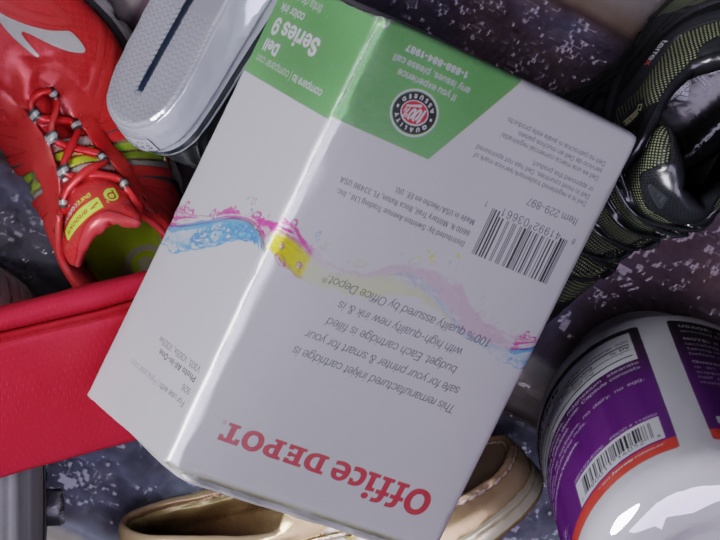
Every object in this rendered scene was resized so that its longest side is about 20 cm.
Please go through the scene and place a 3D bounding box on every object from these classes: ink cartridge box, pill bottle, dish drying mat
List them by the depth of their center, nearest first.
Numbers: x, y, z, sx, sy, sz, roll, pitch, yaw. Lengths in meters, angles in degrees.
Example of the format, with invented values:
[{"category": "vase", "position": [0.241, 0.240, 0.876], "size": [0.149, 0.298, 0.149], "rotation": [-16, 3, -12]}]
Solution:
[{"category": "ink cartridge box", "position": [0.000, 0.000, 1.142], "size": [0.145, 0.087, 0.200], "rotation": [21, 95, -36]}, {"category": "dish drying mat", "position": [-0.136, 0.048, 1.152], "size": [0.200, 0.018, 0.077], "rotation": [-14, 119, -22]}, {"category": "pill bottle", "position": [0.137, 0.091, 1.190], "size": [0.112, 0.200, 0.113], "rotation": [-1, 111, -3]}]

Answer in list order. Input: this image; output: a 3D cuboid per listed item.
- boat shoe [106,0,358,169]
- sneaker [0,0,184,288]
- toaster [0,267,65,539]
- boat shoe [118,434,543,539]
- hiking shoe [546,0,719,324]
[{"category": "boat shoe", "position": [-0.032, -0.132, 1.168], "size": [0.071, 0.072, 0.200], "rotation": [30, 97, -48]}, {"category": "sneaker", "position": [-0.114, -0.044, 1.184], "size": [0.077, 0.085, 0.200], "rotation": [-28, 111, 6]}, {"category": "toaster", "position": [-0.224, 0.063, 1.207], "size": [0.200, 0.114, 0.129], "rotation": [6, 107, -7]}, {"category": "boat shoe", "position": [-0.018, 0.110, 1.253], "size": [0.200, 0.074, 0.069], "rotation": [-20, 111, 11]}, {"category": "hiking shoe", "position": [0.111, -0.042, 1.190], "size": [0.076, 0.101, 0.200], "rotation": [37, 105, -15]}]
